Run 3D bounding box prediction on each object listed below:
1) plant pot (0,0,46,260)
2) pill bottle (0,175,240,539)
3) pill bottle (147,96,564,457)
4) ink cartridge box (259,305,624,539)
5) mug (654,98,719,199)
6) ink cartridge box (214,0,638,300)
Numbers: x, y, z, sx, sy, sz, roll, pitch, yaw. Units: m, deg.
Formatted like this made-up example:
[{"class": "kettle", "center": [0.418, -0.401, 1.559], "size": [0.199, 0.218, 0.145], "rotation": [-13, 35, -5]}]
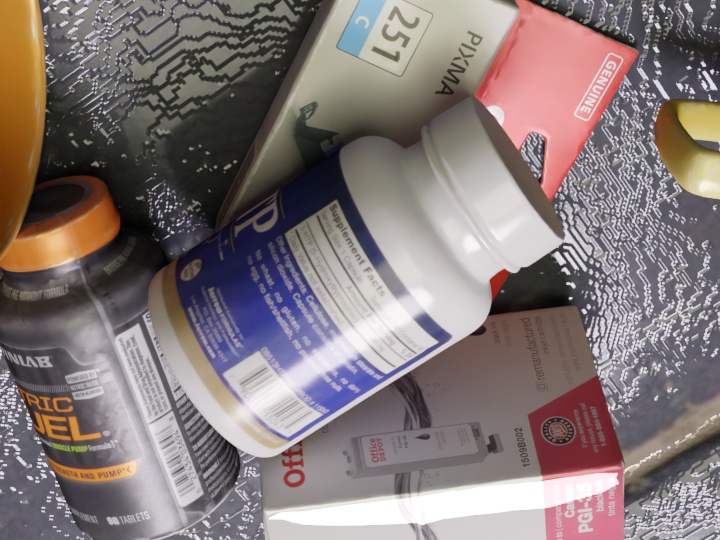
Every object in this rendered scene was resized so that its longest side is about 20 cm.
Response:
[{"class": "plant pot", "center": [-0.280, -0.096, 0.834], "size": [0.183, 0.200, 0.200], "rotation": [2, 118, 12]}, {"class": "pill bottle", "center": [-0.145, 0.048, 0.953], "size": [0.106, 0.106, 0.200], "rotation": [-15, 116, 4]}, {"class": "pill bottle", "center": [0.000, 0.000, 0.882], "size": [0.200, 0.120, 0.120], "rotation": [-33, 115, 13]}, {"class": "ink cartridge box", "center": [0.041, 0.105, 0.966], "size": [0.200, 0.147, 0.083], "rotation": [-7, 128, -1]}, {"class": "mug", "center": [0.270, -0.066, 0.897], "size": [0.187, 0.153, 0.149], "rotation": [37, 109, -20]}, {"class": "ink cartridge box", "center": [0.037, -0.069, 0.941], "size": [0.176, 0.045, 0.200], "rotation": [22, 114, -13]}]
